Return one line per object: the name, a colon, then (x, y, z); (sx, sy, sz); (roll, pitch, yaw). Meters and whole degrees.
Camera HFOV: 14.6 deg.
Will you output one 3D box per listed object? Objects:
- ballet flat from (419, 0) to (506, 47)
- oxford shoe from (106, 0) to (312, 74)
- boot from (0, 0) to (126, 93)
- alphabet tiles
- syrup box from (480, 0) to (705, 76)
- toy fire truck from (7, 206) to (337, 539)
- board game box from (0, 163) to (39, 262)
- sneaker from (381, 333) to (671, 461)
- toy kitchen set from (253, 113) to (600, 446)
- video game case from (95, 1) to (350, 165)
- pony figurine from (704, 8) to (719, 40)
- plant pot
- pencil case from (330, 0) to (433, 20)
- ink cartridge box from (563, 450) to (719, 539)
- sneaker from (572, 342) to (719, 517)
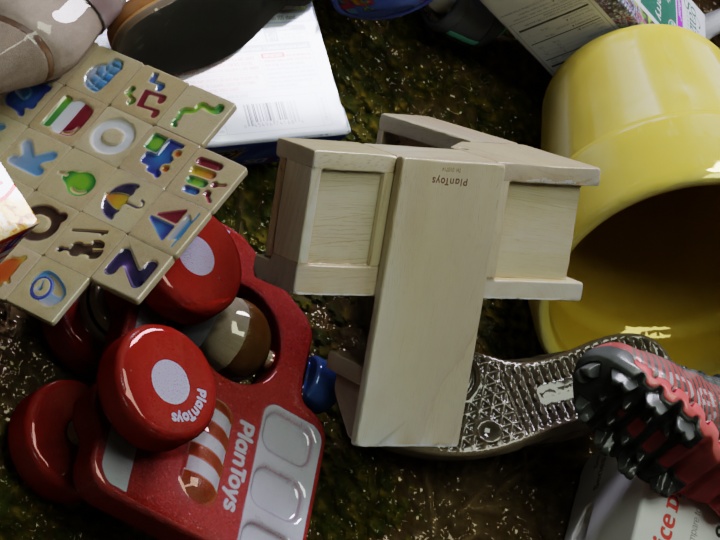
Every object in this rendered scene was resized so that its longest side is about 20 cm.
ballet flat: (0.041, -0.240, 1.854); (0.073, 0.073, 0.201); (-5, 69, -37)
oxford shoe: (-0.084, -0.175, 1.650); (0.071, 0.071, 0.200); (41, 49, 19)
boot: (-0.235, -0.171, 1.579); (0.146, 0.070, 0.200); (-35, 69, -28)
alphabet tiles: (-0.167, -0.054, 1.536); (0.199, 0.006, 0.167); (24, 63, 28)
syrup box: (0.146, -0.180, 1.834); (0.200, 0.081, 0.079); (41, 40, -39)
toy fire truck: (-0.089, 0.067, 1.552); (0.168, 0.112, 0.201); (32, 49, -27)
board game box: (-0.267, -0.066, 1.475); (0.046, 0.151, 0.200); (-27, 80, -42)
sneaker: (0.090, 0.087, 1.696); (0.199, 0.076, 0.071); (-6, 67, -13)
toy kitchen set: (0.000, 0.000, 1.631); (0.199, 0.180, 0.164); (2, 101, -35)
video game case: (-0.122, -0.149, 1.675); (0.199, 0.045, 0.182); (-7, 74, -30)
pony figurine: (0.298, -0.229, 1.993); (0.199, 0.166, 0.194); (-6, 99, -41)
plant pot: (0.191, -0.047, 1.772); (0.200, 0.201, 0.189); (18, 38, -26)
pencil case: (0.004, -0.262, 1.794); (0.078, 0.087, 0.201); (15, 57, -52)
ink cartridge box: (0.224, 0.200, 1.704); (0.200, 0.084, 0.147); (32, 49, -16)
sneaker: (0.210, 0.093, 1.657); (0.200, 0.071, 0.098); (33, 48, -15)
